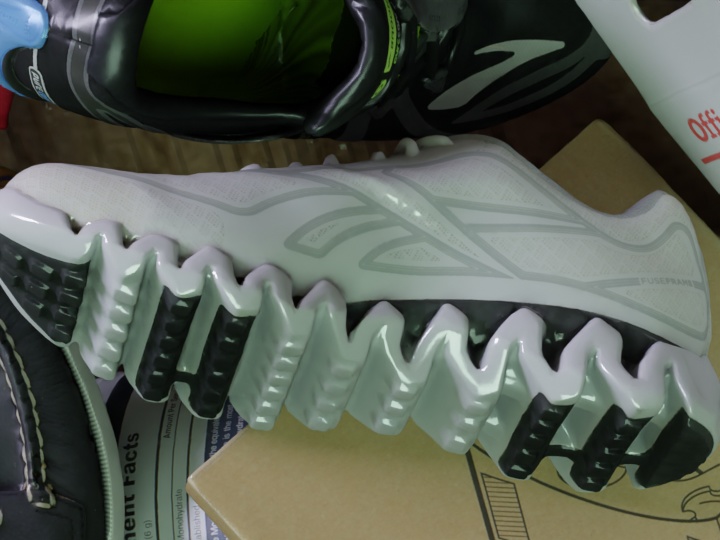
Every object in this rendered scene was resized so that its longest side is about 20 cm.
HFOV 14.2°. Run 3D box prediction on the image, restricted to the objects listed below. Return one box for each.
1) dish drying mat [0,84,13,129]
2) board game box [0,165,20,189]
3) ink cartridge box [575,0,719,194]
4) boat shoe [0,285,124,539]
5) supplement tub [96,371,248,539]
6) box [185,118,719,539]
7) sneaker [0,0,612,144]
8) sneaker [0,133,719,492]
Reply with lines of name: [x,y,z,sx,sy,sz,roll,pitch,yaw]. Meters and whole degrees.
dish drying mat: [-0.117,-0.141,0.764,0.077,0.018,0.200,8,99,-8]
board game box: [-0.189,-0.022,0.833,0.200,0.030,0.096,-1,167,36]
ink cartridge box: [0.151,-0.029,0.764,0.067,0.116,0.200,-42,95,-13]
boat shoe: [-0.111,0.096,0.812,0.074,0.060,0.200,1,96,24]
supplement tub: [-0.019,0.093,0.890,0.200,0.140,0.140,-10,123,14]
box: [0.078,0.078,0.794,0.200,0.163,0.021,46,162,7]
sneaker: [-0.006,-0.060,0.781,0.199,0.083,0.071,-3,111,-37]
sneaker: [0.000,0.000,0.763,0.200,0.081,0.075,13,154,-12]
